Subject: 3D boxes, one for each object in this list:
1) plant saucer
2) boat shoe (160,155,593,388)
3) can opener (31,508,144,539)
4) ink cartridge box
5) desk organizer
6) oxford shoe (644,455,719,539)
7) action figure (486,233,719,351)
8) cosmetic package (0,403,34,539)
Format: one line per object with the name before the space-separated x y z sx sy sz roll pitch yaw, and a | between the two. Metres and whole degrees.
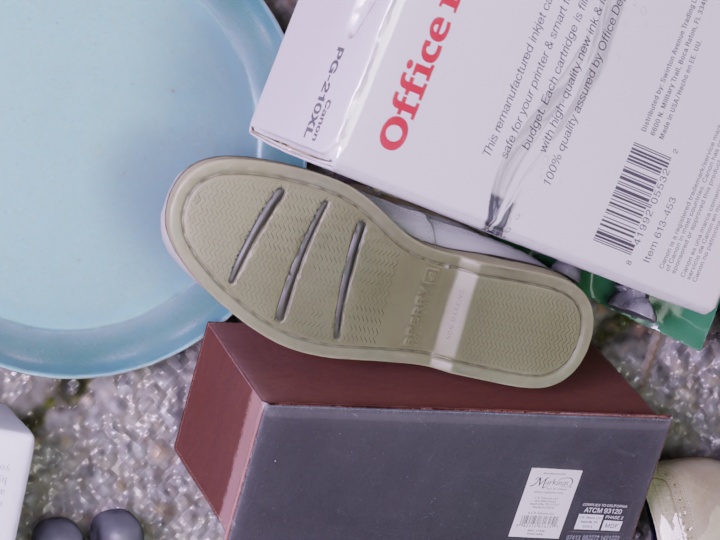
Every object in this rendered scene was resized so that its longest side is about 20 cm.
plant saucer | -0.121 -0.055 1.147 0.200 0.027 0.201 -3 99 -17
boat shoe | 0.000 0.000 1.153 0.200 0.068 0.075 22 96 -24
can opener | -0.108 0.207 1.167 0.053 0.067 0.201 -6 100 -17
ink cartridge box | 0.074 -0.084 1.100 0.200 0.084 0.145 20 92 -31
desk organizer | 0.026 0.073 1.181 0.200 0.077 0.072 4 116 -27
oxford shoe | 0.150 0.183 1.250 0.074 0.071 0.201 4 90 -3
action figure | 0.147 -0.078 1.215 0.118 0.055 0.200 26 86 -16
cosmetic package | -0.208 0.151 1.126 0.101 0.071 0.201 11 94 -19
